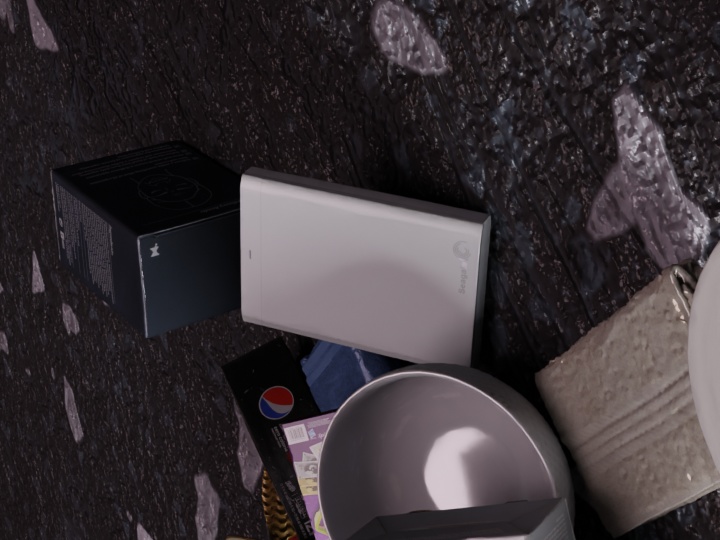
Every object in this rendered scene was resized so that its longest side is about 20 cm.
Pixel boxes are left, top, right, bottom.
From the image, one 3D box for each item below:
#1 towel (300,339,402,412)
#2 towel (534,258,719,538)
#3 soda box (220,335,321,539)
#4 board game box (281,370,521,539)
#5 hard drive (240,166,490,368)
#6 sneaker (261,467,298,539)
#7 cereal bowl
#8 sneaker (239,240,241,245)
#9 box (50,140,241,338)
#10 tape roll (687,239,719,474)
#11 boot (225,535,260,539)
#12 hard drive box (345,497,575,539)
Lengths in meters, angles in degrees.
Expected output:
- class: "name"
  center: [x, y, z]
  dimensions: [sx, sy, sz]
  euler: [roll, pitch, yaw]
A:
- class: "towel"
  center: [0.021, 0.137, 1.195]
  dimensions: [0.201, 0.048, 0.112]
  euler: [63, 145, 18]
- class: "towel"
  center: [0.193, 0.088, 0.913]
  dimensions: [0.133, 0.034, 0.200]
  euler: [65, 149, 16]
- class: "soda box"
  center: [-0.057, 0.164, 1.281]
  dimensions: [0.201, 0.070, 0.063]
  euler: [61, 174, 31]
- class: "board game box"
  center: [0.037, 0.159, 1.114]
  dimensions: [0.199, 0.032, 0.121]
  euler: [-16, 88, 31]
- class: "hard drive"
  center: [0.000, 0.000, 1.086]
  dimensions: [0.199, 0.026, 0.133]
  euler: [13, 120, 19]
- class: "sneaker"
  center: [-0.050, 0.249, 1.341]
  dimensions: [0.090, 0.074, 0.202]
  euler: [46, -138, -73]
- class: "cereal bowl"
  center: [0.071, 0.162, 1.032]
  dimensions: [0.199, 0.083, 0.202]
  euler: [7, 104, 28]
- class: "sneaker"
  center: [-0.025, -0.003, 1.195]
  dimensions: [0.200, 0.078, 0.086]
  euler: [3, 122, 60]
- class: "box"
  center: [-0.193, -0.037, 1.361]
  dimensions: [0.200, 0.148, 0.108]
  euler: [32, 131, 48]
- class: "tape roll"
  center: [0.275, 0.045, 0.656]
  dimensions: [0.202, 0.138, 0.204]
  euler: [31, 129, 48]
- class: "boot"
  center: [-0.083, 0.317, 1.197]
  dimensions: [0.199, 0.072, 0.156]
  euler: [-5, 57, 54]
- class: "hard drive box"
  center: [0.082, 0.270, 0.958]
  dimensions: [0.155, 0.077, 0.202]
  euler: [-10, 95, 30]
